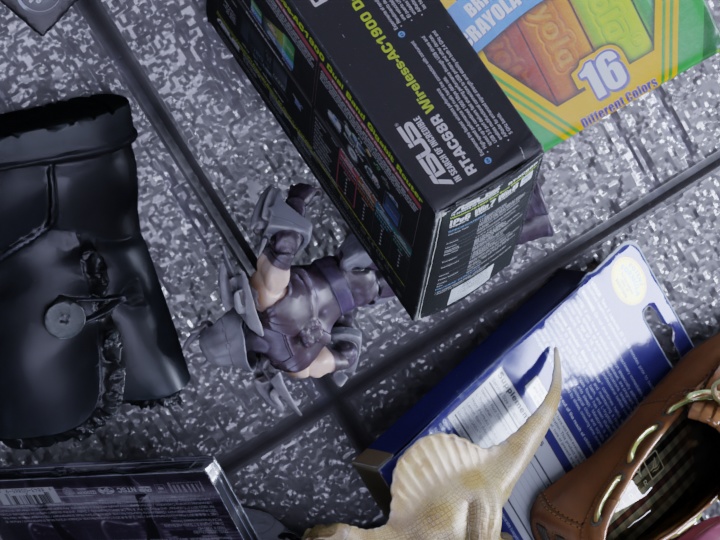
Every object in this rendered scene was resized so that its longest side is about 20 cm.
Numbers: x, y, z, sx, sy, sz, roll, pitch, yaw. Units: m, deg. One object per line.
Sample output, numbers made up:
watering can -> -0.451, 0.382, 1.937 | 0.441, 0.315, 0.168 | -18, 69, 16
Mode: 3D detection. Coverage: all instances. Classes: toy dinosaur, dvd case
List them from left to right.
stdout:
dvd case -> -0.097, 0.174, 1.465 | 0.149, 0.016, 0.200 | -5, 126, 31
toy dinosaur -> 0.056, 0.123, 1.435 | 0.200, 0.058, 0.101 | -32, 108, -28

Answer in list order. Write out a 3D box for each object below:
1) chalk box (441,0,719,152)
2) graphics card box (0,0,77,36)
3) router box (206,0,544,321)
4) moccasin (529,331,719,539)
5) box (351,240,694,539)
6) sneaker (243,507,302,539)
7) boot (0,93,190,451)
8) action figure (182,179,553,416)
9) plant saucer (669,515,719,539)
chalk box -> 0.070, -0.176, 1.397 | 0.125, 0.124, 0.200 | -31, 112, -2
graphics card box -> -0.186, -0.223, 1.363 | 0.125, 0.051, 0.200 | -46, 112, 4
router box -> 0.002, -0.091, 1.348 | 0.062, 0.150, 0.200 | -31, 75, -13
moccasin -> 0.178, 0.090, 1.499 | 0.201, 0.078, 0.074 | -32, 109, -29
box -> 0.098, 0.087, 1.512 | 0.200, 0.032, 0.121 | -41, 114, -23
sneaker -> -0.035, 0.194, 1.517 | 0.200, 0.075, 0.115 | 9, 102, -19
boot -> -0.191, 0.012, 1.422 | 0.200, 0.076, 0.168 | -13, 106, -15
action figure -> 0.000, 0.000, 1.453 | 0.200, 0.069, 0.130 | -26, 147, -5
plant saucer -> 0.164, 0.216, 1.539 | 0.201, 0.051, 0.201 | -37, 141, -37
